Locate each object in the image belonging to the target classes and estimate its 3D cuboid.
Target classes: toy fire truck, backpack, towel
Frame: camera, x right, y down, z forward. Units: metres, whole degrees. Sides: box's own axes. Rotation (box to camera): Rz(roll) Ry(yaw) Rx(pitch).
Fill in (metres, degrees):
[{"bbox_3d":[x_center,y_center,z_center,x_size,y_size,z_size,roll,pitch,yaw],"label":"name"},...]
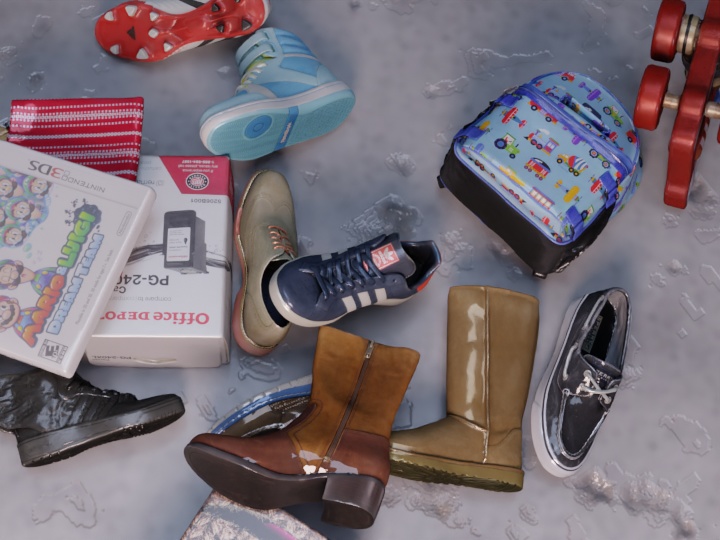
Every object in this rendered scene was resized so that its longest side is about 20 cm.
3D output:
[{"bbox_3d":[0.356,-0.185,1.507,0.112,0.168,0.201,13,68,13],"label":"toy fire truck"},{"bbox_3d":[0.208,-0.121,1.490,0.200,0.135,0.183,-41,77,-20],"label":"backpack"},{"bbox_3d":[-0.294,-0.083,1.417,0.144,0.022,0.201,1,68,8],"label":"towel"}]

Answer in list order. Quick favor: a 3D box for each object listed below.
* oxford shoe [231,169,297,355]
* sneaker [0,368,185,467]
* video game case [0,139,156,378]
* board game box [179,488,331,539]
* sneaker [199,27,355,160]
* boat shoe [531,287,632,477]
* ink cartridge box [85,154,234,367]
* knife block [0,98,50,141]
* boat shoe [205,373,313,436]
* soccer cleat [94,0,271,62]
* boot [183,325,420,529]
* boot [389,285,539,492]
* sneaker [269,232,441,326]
[{"bbox_3d":[-0.084,-0.017,1.448,0.071,0.074,0.201,11,66,-29],"label":"oxford shoe"},{"bbox_3d":[-0.280,0.125,1.396,0.199,0.060,0.105,-18,75,-7],"label":"sneaker"},{"bbox_3d":[-0.316,-0.016,1.367,0.181,0.024,0.201,18,71,15],"label":"video game case"},{"bbox_3d":[-0.114,0.319,1.310,0.159,0.097,0.200,30,69,8],"label":"board game box"},{"bbox_3d":[-0.114,-0.192,1.506,0.200,0.080,0.131,-18,62,-44],"label":"sneaker"},{"bbox_3d":[0.229,0.108,1.425,0.072,0.068,0.200,29,65,-17],"label":"boat shoe"},{"bbox_3d":[-0.203,-0.010,1.442,0.145,0.083,0.201,0,68,-3],"label":"ink cartridge box"},{"bbox_3d":[-0.354,-0.086,1.473,0.175,0.064,0.201,16,68,4],"label":"knife block"},{"bbox_3d":[-0.056,0.147,1.396,0.199,0.072,0.073,-24,73,-13],"label":"boat shoe"},{"bbox_3d":[-0.192,-0.272,1.563,0.199,0.085,0.069,-9,102,15],"label":"soccer cleat"},{"bbox_3d":[-0.051,0.126,1.329,0.188,0.069,0.200,10,50,6],"label":"boot"},{"bbox_3d":[0.092,0.111,1.422,0.175,0.066,0.201,13,68,-19],"label":"boot"},{"bbox_3d":[0.000,0.000,1.404,0.200,0.084,0.075,-14,74,-46],"label":"sneaker"}]
